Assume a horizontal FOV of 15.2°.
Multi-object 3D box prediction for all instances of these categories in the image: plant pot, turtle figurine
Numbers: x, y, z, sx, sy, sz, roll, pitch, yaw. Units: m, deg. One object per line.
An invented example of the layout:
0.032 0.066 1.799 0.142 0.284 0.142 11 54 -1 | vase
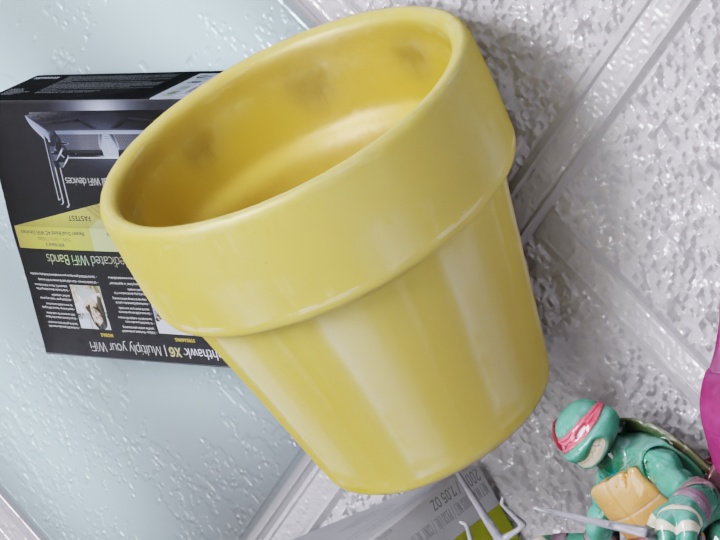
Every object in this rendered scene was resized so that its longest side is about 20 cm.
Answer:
0.000 0.000 1.343 0.200 0.201 0.189 -5 122 42 | plant pot
0.146 0.130 1.333 0.200 0.101 0.150 42 156 -4 | turtle figurine

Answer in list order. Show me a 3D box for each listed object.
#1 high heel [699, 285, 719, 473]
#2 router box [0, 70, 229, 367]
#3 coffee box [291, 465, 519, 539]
0.237 0.070 1.241 0.200 0.067 0.096 15 110 41 | high heel
-0.111 -0.029 1.510 0.200 0.052 0.158 3 113 40 | router box
-0.008 0.254 1.457 0.200 0.200 0.198 -27 93 44 | coffee box
